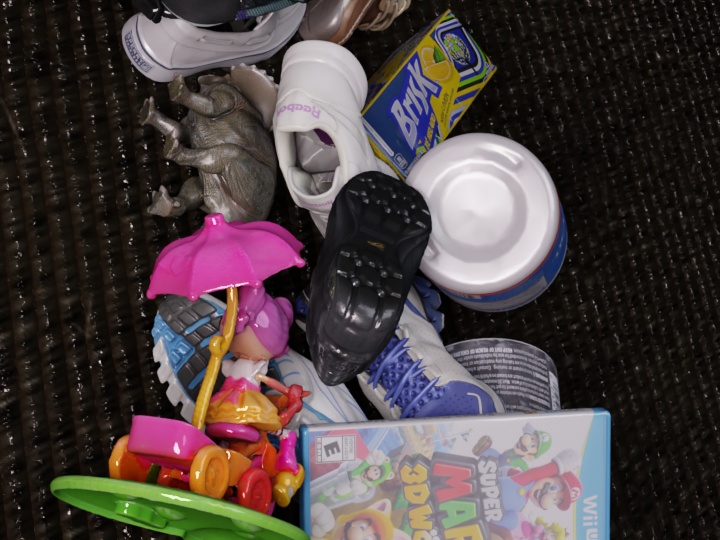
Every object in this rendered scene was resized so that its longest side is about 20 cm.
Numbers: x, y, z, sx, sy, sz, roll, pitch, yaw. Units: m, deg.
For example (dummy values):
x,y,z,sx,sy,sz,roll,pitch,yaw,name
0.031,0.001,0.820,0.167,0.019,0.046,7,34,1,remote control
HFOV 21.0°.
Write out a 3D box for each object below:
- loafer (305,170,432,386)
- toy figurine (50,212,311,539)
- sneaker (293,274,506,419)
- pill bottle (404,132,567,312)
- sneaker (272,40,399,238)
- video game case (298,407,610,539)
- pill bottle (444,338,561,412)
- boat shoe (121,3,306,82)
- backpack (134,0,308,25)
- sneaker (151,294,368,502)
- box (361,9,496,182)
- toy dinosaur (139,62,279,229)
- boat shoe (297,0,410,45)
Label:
x,y,z,sx,sy,sz,roll,pitch,yaw,name
0.000,0.000,1.223,0.068,0.070,0.201,25,30,-5,loafer
-0.073,0.064,1.134,0.200,0.150,0.184,38,60,-58,toy figurine
0.013,0.055,1.295,0.115,0.081,0.200,32,20,-39,sneaker
0.093,-0.029,1.400,0.200,0.112,0.112,35,30,-80,pill bottle
-0.022,-0.059,1.336,0.200,0.075,0.100,68,27,-42,sneaker
0.061,0.162,1.221,0.199,0.018,0.144,-2,97,-13,video game case
0.091,0.156,1.328,0.106,0.106,0.200,25,49,-37,pill bottle
-0.087,-0.186,1.391,0.074,0.065,0.200,56,36,-4,boat shoe
-0.081,-0.263,1.304,0.177,0.151,0.200,42,31,20,backpack
-0.056,0.078,1.256,0.200,0.075,0.087,46,24,-20,sneaker
0.031,-0.120,1.478,0.064,0.070,0.200,48,38,-10,box
-0.091,-0.074,1.303,0.102,0.077,0.200,11,53,-30,toy dinosaur
0.010,-0.226,1.526,0.072,0.076,0.200,47,40,-19,boat shoe
